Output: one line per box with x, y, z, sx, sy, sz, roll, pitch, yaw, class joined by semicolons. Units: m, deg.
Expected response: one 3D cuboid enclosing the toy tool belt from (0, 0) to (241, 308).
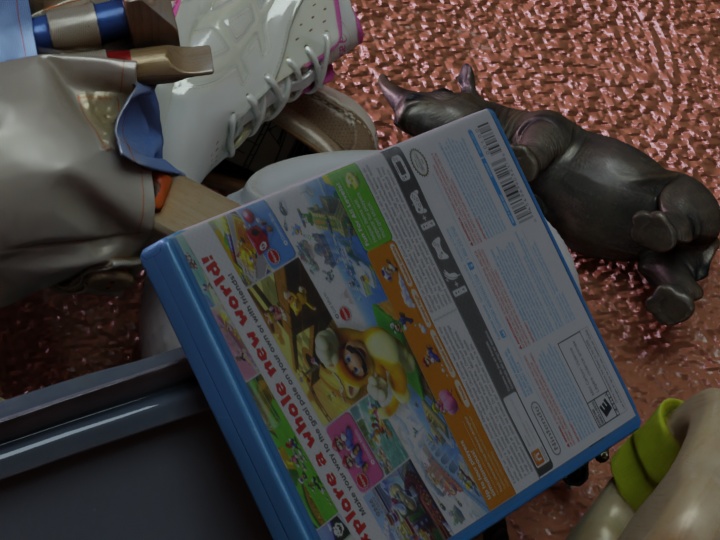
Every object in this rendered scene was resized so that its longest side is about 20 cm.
-0.114;-0.086;0.900;0.122;0.125;0.202;-5;64;-10;toy tool belt

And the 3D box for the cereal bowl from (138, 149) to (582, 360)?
0.000;0.000;0.932;0.198;0.084;0.200;-2;19;1;cereal bowl

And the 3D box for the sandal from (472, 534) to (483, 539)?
0.017;0.132;0.797;0.080;0.054;0.202;2;67;-17;sandal

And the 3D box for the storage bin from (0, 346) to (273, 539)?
-0.119;0.115;0.788;0.199;0.145;0.136;-16;91;-26;storage bin

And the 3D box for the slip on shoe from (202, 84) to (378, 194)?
-0.088;-0.079;1.046;0.199;0.076;0.061;24;24;-3;slip on shoe

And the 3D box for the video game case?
0.019;0.028;0.801;0.199;0.018;0.144;-25;89;-49;video game case

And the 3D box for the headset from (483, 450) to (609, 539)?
0.020;0.109;0.918;0.199;0.094;0.123;-34;50;-19;headset

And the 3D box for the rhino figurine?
0.093;-0.048;1.079;0.199;0.060;0.087;29;28;12;rhino figurine

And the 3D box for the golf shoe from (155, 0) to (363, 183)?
-0.049;-0.101;0.991;0.091;0.075;0.201;19;66;0;golf shoe

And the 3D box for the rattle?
0.146;0.136;0.861;0.130;0.200;0.143;-36;94;2;rattle

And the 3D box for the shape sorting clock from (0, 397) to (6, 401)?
-0.180;0.130;0.853;0.198;0.039;0.201;8;56;-12;shape sorting clock
